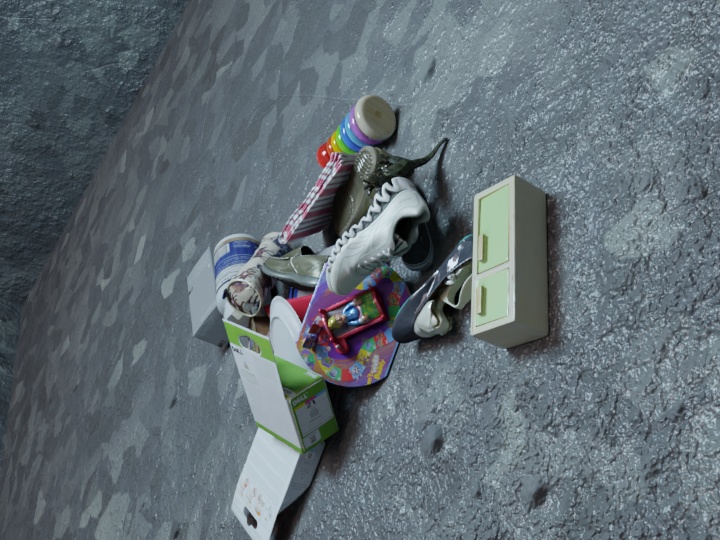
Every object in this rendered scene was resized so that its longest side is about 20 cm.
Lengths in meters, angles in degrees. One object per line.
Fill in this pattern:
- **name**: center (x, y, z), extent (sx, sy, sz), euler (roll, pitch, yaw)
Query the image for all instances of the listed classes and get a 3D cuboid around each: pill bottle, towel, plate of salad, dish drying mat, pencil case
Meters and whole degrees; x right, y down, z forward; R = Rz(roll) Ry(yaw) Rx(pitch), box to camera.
- **pill bottle**: center (-0.237, 0.031, 1.605), extent (0.111, 0.110, 0.202), euler (-47, 37, 30)
- **towel**: center (-0.058, -0.134, 1.419), extent (0.030, 0.146, 0.201), euler (45, 117, 12)
- **plate of salad**: center (-0.104, 0.138, 1.340), extent (0.200, 0.047, 0.202), euler (45, 144, 47)
- **dish drying mat**: center (-0.097, 0.081, 1.383), extent (0.018, 0.077, 0.199), euler (-41, 17, -34)
- **pencil case**: center (-0.187, 0.005, 1.507), extent (0.089, 0.078, 0.201), euler (-41, 12, 34)

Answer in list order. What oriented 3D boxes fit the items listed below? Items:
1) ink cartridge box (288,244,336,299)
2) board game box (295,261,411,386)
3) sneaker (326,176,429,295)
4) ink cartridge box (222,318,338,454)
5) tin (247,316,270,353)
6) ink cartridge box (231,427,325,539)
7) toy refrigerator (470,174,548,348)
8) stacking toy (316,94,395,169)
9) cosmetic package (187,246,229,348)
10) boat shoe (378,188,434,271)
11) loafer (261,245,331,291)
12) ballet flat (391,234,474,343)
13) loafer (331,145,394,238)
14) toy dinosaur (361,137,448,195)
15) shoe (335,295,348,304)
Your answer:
- **ink cartridge box**: center (-0.060, 0.023, 1.405), extent (0.199, 0.042, 0.121), euler (-17, 59, 50)
- **board game box**: center (-0.014, 0.075, 1.211), extent (0.156, 0.039, 0.202), euler (20, 88, 17)
- **sneaker**: center (0.023, -0.037, 1.160), extent (0.201, 0.075, 0.081), euler (-53, 54, 16)
- **ink cartridge box**: center (-0.125, 0.164, 1.245), extent (0.147, 0.075, 0.203), euler (15, 125, 51)
- **tin**: center (-0.181, 0.171, 1.466), extent (0.201, 0.041, 0.113), euler (-105, 18, -44)
- **ink cartridge box**: center (-0.141, 0.344, 1.335), extent (0.160, 0.047, 0.203), euler (24, 96, 58)
- **toy refrigerator**: center (0.188, -0.012, 1.016), extent (0.076, 0.069, 0.203), euler (-25, 52, 48)
- **stacking toy**: center (-0.022, -0.243, 1.477), extent (0.199, 0.085, 0.087), euler (-29, 48, 51)
- **cosmetic package**: center (-0.312, 0.057, 1.731), extent (0.107, 0.090, 0.201), euler (-51, 32, 21)
- **boat shoe**: center (0.062, -0.090, 1.237), extent (0.069, 0.066, 0.202), euler (-20, 50, 10)
- **loafer**: center (-0.098, -0.005, 1.386), extent (0.199, 0.075, 0.070), euler (13, 78, 48)
- **ballet flat**: center (0.113, 0.041, 1.102), extent (0.201, 0.072, 0.073), euler (-52, 35, 21)
- **loafer**: center (0.008, -0.129, 1.370), extent (0.201, 0.067, 0.076), euler (-58, 44, 47)
- **toy dinosaur**: center (0.054, -0.157, 1.237), extent (0.087, 0.048, 0.200), euler (-6, 22, 41)
- **shoe**: center (0.000, 0.000, 1.299), extent (0.053, 0.070, 0.202), euler (4, 66, 48)
